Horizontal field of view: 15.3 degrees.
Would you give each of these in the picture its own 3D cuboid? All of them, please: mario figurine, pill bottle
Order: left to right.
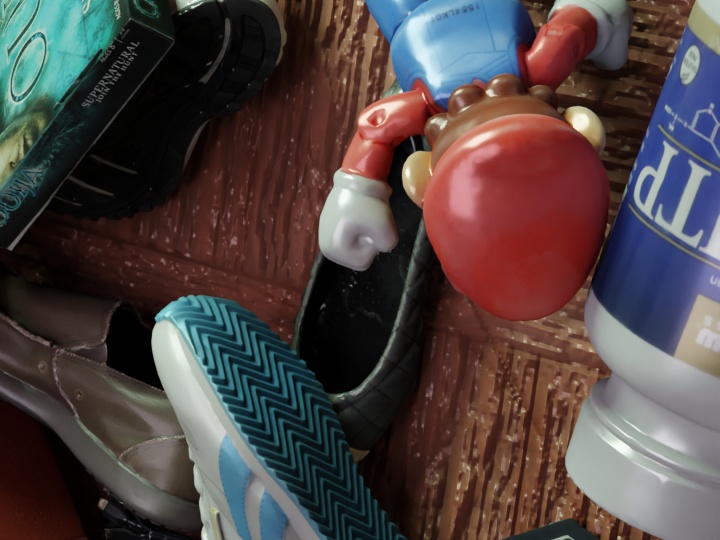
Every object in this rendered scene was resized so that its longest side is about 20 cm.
[{"bbox_3d":[0.045,-0.060,1.063,0.123,0.106,0.201,-39,48,31],"label":"mario figurine"},{"bbox_3d":[0.152,-0.001,1.007,0.119,0.119,0.201,30,111,32],"label":"pill bottle"}]

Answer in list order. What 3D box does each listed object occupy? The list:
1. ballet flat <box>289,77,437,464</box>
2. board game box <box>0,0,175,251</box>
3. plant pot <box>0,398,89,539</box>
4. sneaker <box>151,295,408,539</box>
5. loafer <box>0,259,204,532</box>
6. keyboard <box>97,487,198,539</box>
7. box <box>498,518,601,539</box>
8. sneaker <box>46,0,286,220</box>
[{"bbox_3d":[0.000,0.000,1.159,0.066,0.057,0.201,30,114,29],"label":"ballet flat"},{"bbox_3d":[-0.139,-0.121,1.212,0.135,0.028,0.201,-49,33,28],"label":"board game box"},{"bbox_3d":[-0.250,0.131,1.274,0.176,0.199,0.201,43,117,25],"label":"plant pot"},{"bbox_3d":[-0.040,0.106,1.151,0.081,0.076,0.201,-28,94,30],"label":"sneaker"},{"bbox_3d":[-0.125,0.041,1.260,0.200,0.073,0.071,37,104,24],"label":"loafer"},{"bbox_3d":[-0.081,0.176,1.259,0.199,0.021,0.128,14,107,35],"label":"keyboard"},{"bbox_3d":[0.077,0.208,1.029,0.200,0.198,0.124,35,113,31],"label":"box"},{"bbox_3d":[-0.101,-0.090,1.233,0.200,0.074,0.080,-38,40,39],"label":"sneaker"}]
